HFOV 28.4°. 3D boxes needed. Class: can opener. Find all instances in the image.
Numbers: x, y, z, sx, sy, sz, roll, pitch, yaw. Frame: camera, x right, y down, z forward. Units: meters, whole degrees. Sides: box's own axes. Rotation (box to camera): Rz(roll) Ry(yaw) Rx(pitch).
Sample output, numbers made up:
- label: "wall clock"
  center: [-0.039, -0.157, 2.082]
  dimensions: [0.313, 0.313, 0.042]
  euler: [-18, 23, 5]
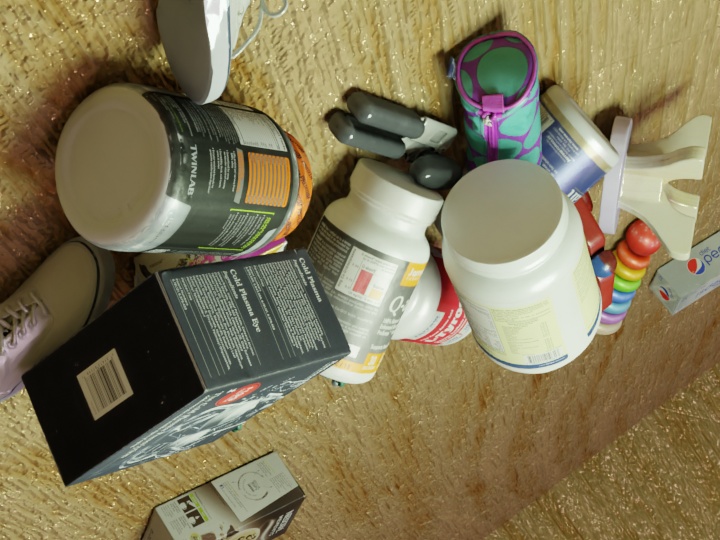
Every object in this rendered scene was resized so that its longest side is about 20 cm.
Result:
- label: "can opener"
  center: [0.045, -0.120, 1.358]
  dimensions: [0.053, 0.067, 0.199]
  euler: [-45, 158, 19]

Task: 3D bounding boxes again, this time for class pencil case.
- label: "pencil case"
  center: [0.137, -0.153, 1.404]
  dimensions: [0.200, 0.084, 0.094]
  euler: [68, 40, -68]

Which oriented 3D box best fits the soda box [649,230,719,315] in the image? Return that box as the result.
- label: "soda box"
  center: [0.596, -0.007, 2.445]
  dimensions: [0.198, 0.069, 0.064]
  euler: [-30, 157, -19]

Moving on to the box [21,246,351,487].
- label: "box"
  center: [-0.144, 0.078, 1.182]
  dimensions: [0.199, 0.105, 0.181]
  euler: [-34, 167, 37]

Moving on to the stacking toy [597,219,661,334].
- label: "stacking toy"
  center: [0.395, 0.001, 2.155]
  dimensions: [0.085, 0.085, 0.201]
  euler: [-18, 144, -39]

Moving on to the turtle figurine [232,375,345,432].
- label: "turtle figurine"
  center: [-0.094, 0.088, 1.524]
  dimensions: [0.199, 0.102, 0.149]
  euler: [-33, -155, -34]

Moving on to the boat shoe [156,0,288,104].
- label: "boat shoe"
  center: [-0.091, -0.205, 0.982]
  dimensions: [0.085, 0.075, 0.203]
  euler: [-29, 147, -26]

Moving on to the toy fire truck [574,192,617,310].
- label: "toy fire truck"
  center: [0.248, -0.048, 1.681]
  dimensions: [0.111, 0.169, 0.200]
  euler: [-34, 159, -8]

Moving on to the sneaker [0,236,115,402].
- label: "sneaker"
  center: [-0.279, 0.049, 1.182]
  dimensions: [0.200, 0.073, 0.071]
  euler: [-47, 164, 25]

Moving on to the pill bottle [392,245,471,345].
- label: "pill bottle"
  center: [0.056, 0.024, 1.603]
  dimensions: [0.112, 0.113, 0.199]
  euler: [-44, 158, 16]

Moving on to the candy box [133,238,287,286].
- label: "candy box"
  center: [-0.147, 0.032, 1.372]
  dimensions: [0.135, 0.061, 0.201]
  euler: [-29, 156, -22]

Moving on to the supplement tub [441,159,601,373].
- label: "supplement tub"
  center: [0.162, -0.003, 1.438]
  dimensions: [0.144, 0.145, 0.201]
  euler: [-35, 143, -6]

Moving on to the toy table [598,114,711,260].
- label: "toy table"
  center: [0.358, -0.109, 1.732]
  dimensions: [0.200, 0.115, 0.187]
  euler: [38, 62, -76]

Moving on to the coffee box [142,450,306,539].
- label: "coffee box"
  center: [-0.184, 0.335, 1.899]
  dimensions: [0.198, 0.080, 0.114]
  euler: [-22, 153, -34]

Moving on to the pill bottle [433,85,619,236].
- label: "pill bottle"
  center: [0.176, -0.096, 1.552]
  dimensions: [0.200, 0.112, 0.111]
  euler: [-43, 158, 14]

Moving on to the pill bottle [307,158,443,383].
- label: "pill bottle"
  center: [0.000, 0.000, 1.409]
  dimensions: [0.116, 0.116, 0.202]
  euler: [2, 117, -58]

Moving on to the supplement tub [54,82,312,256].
- label: "supplement tub"
  center: [-0.130, -0.074, 1.104]
  dimensions: [0.123, 0.123, 0.199]
  euler: [-46, 157, 22]
